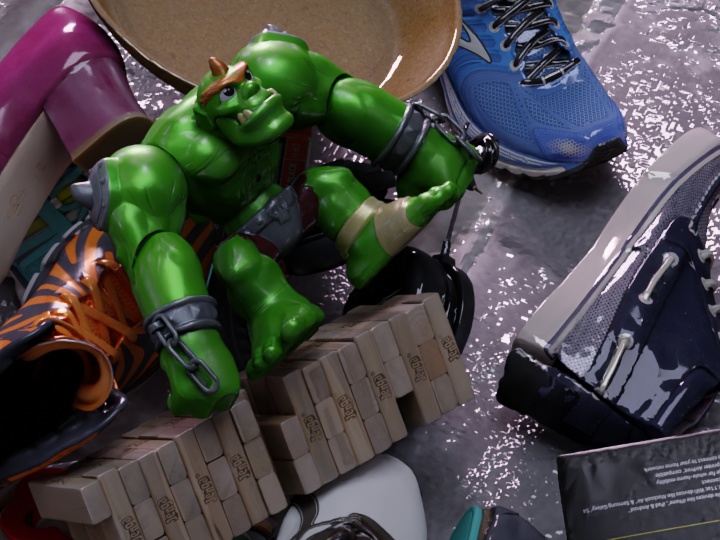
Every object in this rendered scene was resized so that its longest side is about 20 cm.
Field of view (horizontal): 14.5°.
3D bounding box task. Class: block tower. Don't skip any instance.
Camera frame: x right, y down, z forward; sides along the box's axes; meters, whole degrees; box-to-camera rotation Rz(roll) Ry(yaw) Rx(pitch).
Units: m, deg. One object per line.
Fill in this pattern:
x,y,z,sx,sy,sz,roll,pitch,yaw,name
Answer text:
-0.045,0.076,1.253,0.200,0.058,0.054,-26,11,-30,block tower

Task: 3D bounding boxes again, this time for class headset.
0.000,0.000,1.367,0.200,0.094,0.124,-46,109,-29,headset

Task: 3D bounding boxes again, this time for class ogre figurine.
-0.045,-0.031,1.254,0.120,0.098,0.200,45,74,3,ogre figurine

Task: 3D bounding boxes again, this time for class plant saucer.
-0.049,-0.135,1.387,0.199,0.036,0.201,12,44,-12,plant saucer

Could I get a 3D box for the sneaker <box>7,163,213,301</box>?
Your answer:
-0.150,-0.029,1.385,0.200,0.080,0.078,30,48,19,sneaker

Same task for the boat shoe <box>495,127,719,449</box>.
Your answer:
0.153,0.017,1.397,0.093,0.075,0.200,32,57,13,boat shoe

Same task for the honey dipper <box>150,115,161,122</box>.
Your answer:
-0.141,0.010,1.326,0.038,0.038,0.200,26,70,18,honey dipper

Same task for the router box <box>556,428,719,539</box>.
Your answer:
0.193,0.139,1.223,0.199,0.051,0.150,-10,63,7,router box

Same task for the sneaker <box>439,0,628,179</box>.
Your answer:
0.074,-0.127,1.508,0.078,0.089,0.200,-22,52,-26,sneaker

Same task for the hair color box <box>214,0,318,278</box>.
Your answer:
-0.056,-0.103,1.457,0.061,0.102,0.201,7,46,-4,hair color box

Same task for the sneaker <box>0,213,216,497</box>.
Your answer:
-0.118,0.034,1.249,0.078,0.112,0.200,45,64,-12,sneaker

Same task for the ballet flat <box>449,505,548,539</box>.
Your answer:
0.050,0.180,1.216,0.073,0.073,0.200,16,39,8,ballet flat

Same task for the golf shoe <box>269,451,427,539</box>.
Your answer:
0.000,0.138,1.212,0.078,0.094,0.200,39,40,-10,golf shoe

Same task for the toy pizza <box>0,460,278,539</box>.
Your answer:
-0.109,0.154,1.241,0.199,0.032,0.201,4,45,-4,toy pizza

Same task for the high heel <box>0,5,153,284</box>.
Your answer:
-0.191,-0.040,1.337,0.200,0.067,0.096,-33,51,-2,high heel
